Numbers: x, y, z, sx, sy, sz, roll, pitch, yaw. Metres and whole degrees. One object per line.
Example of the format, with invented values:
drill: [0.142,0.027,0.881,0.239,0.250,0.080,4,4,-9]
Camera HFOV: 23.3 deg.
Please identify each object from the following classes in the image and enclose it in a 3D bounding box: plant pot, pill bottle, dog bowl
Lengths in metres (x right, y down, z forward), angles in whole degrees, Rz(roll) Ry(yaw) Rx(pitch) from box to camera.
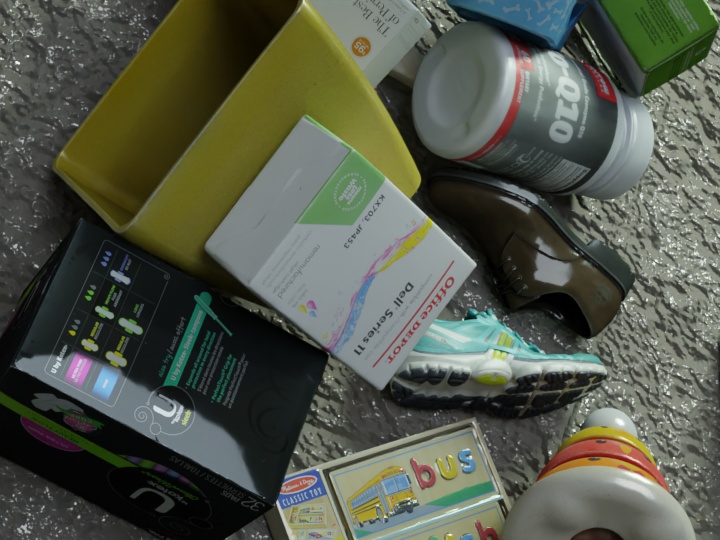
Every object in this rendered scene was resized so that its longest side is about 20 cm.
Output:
plant pot: [-0.077,-0.080,1.274,0.176,0.200,0.201,40,88,-30]
pill bottle: [0.149,-0.128,1.470,0.199,0.113,0.115,14,60,-40]
dog bowl: [0.126,-0.222,1.442,0.110,0.200,0.050,21,95,9]

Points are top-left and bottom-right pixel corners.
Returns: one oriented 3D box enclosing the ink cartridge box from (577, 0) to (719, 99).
ink cartridge box: [0.237,-0.230,1.532,0.075,0.200,0.149,-30,81,2]

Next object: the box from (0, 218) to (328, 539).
box: [-0.151,0.084,1.203,0.199,0.148,0.125,29,58,-14]

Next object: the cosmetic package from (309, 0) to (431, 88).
cosmetic package: [-0.045,-0.228,1.346,0.200,0.051,0.083,44,96,16]

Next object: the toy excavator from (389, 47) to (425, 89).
toy excavator: [0.004,-0.237,1.486,0.193,0.100,0.202,0,80,-31]

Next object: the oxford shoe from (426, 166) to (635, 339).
oxford shoe: [0.132,-0.014,1.456,0.199,0.073,0.085,34,68,-5]

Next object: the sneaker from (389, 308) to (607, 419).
sneaker: [0.111,0.067,1.405,0.198,0.078,0.080,10,54,-25]

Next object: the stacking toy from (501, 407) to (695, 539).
stacking toy: [0.187,0.169,1.371,0.145,0.146,0.201,34,28,-10]

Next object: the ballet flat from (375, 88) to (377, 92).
ballet flat: [-0.027,-0.107,1.414,0.075,0.064,0.202,19,60,-17]

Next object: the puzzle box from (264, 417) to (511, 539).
puzzle box: [0.030,0.197,1.325,0.198,0.025,0.134,-14,75,-33]

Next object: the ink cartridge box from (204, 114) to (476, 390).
ink cartridge box: [0.000,0.000,1.210,0.118,0.067,0.200,-52,134,-2]
